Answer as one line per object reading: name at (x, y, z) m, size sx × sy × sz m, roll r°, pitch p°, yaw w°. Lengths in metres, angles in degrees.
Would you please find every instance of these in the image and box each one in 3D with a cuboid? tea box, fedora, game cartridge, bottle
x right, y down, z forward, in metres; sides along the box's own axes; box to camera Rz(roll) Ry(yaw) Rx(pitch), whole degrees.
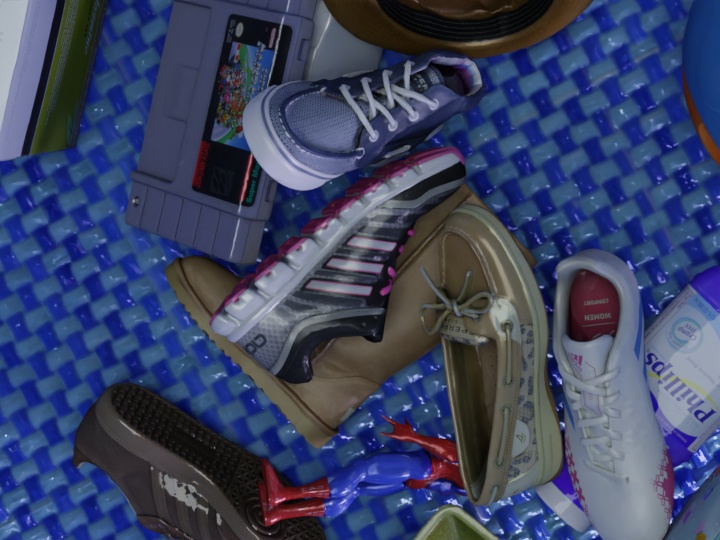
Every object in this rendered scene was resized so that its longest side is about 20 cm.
tea box at (-0.292, -0.162, 1.292) m, size 0.200 × 0.197 × 0.134 m, roll 15°, pitch 97°, yaw 4°
fedora at (0.065, -0.217, 1.277) m, size 0.200 × 0.201 × 0.082 m, roll -6°, pitch 62°, yaw 6°
game cartridge at (-0.095, -0.114, 1.322) m, size 0.038 × 0.130 × 0.200 m, roll 8°, pitch 97°, yaw -40°
bottle at (0.202, 0.091, 1.328) m, size 0.084 × 0.065 × 0.200 m, roll 44°, pitch 98°, yaw 7°

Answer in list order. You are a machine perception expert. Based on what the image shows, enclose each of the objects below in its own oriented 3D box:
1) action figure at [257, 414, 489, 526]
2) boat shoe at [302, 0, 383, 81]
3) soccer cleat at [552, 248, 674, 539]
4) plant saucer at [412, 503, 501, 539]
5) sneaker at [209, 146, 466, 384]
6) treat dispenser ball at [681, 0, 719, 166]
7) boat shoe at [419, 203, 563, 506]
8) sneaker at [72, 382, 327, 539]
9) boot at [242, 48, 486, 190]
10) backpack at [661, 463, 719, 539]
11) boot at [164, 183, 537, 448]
action figure at (0.030, 0.136, 1.344) m, size 0.200 × 0.065 × 0.052 m, roll -5°, pitch 57°, yaw -11°
boat shoe at (-0.026, -0.195, 1.331) m, size 0.068 × 0.072 × 0.200 m, roll 22°, pitch 114°, yaw 37°
soccer cleat at (0.155, 0.084, 1.263) m, size 0.070 × 0.086 × 0.200 m, roll -12°, pitch 79°, yaw 21°
plant saucer at (0.079, 0.292, 1.367) m, size 0.200 × 0.048 × 0.200 m, roll 38°, pitch 97°, yaw 1°
sneaker at (0.000, 0.000, 1.282) m, size 0.200 × 0.074 × 0.087 m, roll -40°, pitch 99°, yaw -6°
treat dispenser ball at (0.303, -0.132, 1.232) m, size 0.201 × 0.201 × 0.201 m, roll 0°, pitch 95°, yaw 6°
boat shoe at (0.082, 0.057, 1.276) m, size 0.063 × 0.073 × 0.200 m, roll -22°, pitch 105°, yaw -29°
sneaker at (-0.113, 0.161, 1.377) m, size 0.200 × 0.070 × 0.076 m, roll 40°, pitch 124°, yaw -1°
boot at (0.005, -0.108, 1.258) m, size 0.090 × 0.200 × 0.073 m, roll -30°, pitch 86°, yaw 27°
backpack at (0.253, 0.199, 1.258) m, size 0.126 × 0.167 × 0.200 m, roll 30°, pitch 114°, yaw -6°
boot at (-0.009, -0.002, 1.348) m, size 0.200 × 0.066 × 0.175 m, roll -43°, pitch 93°, yaw 5°
